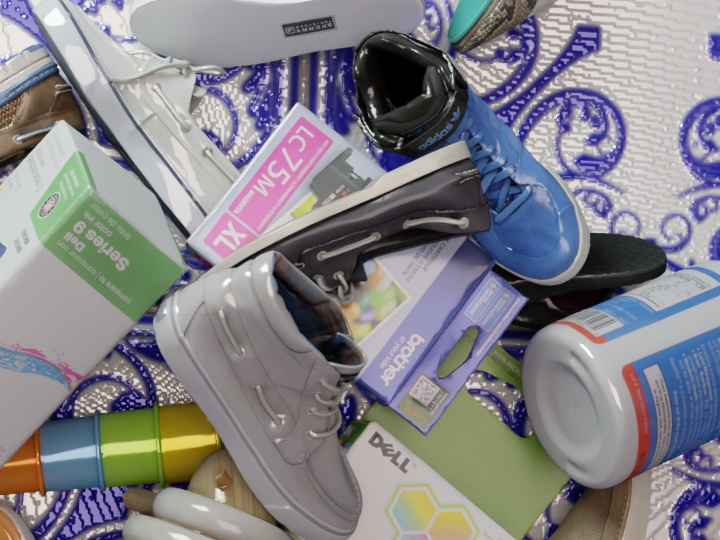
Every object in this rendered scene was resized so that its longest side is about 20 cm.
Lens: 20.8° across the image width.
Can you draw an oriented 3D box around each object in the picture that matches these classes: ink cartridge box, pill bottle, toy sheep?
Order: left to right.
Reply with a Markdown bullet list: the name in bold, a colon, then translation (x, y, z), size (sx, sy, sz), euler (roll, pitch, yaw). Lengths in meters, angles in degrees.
- **ink cartridge box**: translation (-0.212, 0.023, 1.217), size (0.087, 0.145, 0.200), euler (39, 97, -24)
- **toy sheep**: translation (-0.107, 0.206, 1.216), size (0.137, 0.138, 0.202), euler (19, 79, -6)
- **ink cartridge box**: translation (0.000, 0.000, 1.269), size (0.200, 0.042, 0.120), euler (39, 82, 0)
- **ink cartridge box**: translation (0.056, 0.144, 1.306), size (0.148, 0.076, 0.200), euler (39, 84, -4)
- **pill bottle**: translation (0.214, 0.060, 1.299), size (0.199, 0.112, 0.113), euler (-19, 89, -27)

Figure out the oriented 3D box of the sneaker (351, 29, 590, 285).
- **sneaker**: translation (0.064, -0.075, 1.272), size (0.077, 0.111, 0.201), euler (-40, 69, 17)

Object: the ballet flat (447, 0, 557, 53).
- **ballet flat**: translation (0.124, -0.234, 1.350), size (0.075, 0.068, 0.202), euler (21, 81, -22)

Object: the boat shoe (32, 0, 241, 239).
- **boat shoe**: translation (-0.129, -0.111, 1.299), size (0.086, 0.075, 0.203), euler (-38, 95, -8)

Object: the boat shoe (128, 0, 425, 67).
- **boat shoe**: translation (-0.056, -0.189, 1.321), size (0.198, 0.072, 0.068), euler (-7, 53, 6)

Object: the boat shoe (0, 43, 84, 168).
- **boat shoe**: translation (-0.268, -0.064, 1.279), size (0.199, 0.072, 0.073), euler (-38, 93, -8)

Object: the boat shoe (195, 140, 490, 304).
- **boat shoe**: translation (-0.012, -0.011, 1.213), size (0.199, 0.073, 0.063), euler (-26, 91, -1)

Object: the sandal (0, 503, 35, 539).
- **sandal**: translation (-0.225, 0.254, 1.258), size (0.079, 0.059, 0.208), euler (-23, 86, 25)

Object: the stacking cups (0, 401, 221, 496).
- **stacking cups**: translation (-0.189, 0.123, 1.290), size (0.198, 0.061, 0.061), euler (-7, 87, -3)

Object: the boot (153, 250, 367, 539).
- **boot**: translation (-0.034, 0.080, 1.186), size (0.095, 0.074, 0.201), euler (-23, 118, 26)

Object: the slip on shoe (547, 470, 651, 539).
- **slip on shoe**: translation (0.138, 0.206, 1.317), size (0.060, 0.076, 0.202), euler (20, 91, -12)

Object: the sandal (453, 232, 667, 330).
- **sandal**: translation (0.109, 0.015, 1.333), size (0.198, 0.075, 0.048), euler (-10, 117, -3)
